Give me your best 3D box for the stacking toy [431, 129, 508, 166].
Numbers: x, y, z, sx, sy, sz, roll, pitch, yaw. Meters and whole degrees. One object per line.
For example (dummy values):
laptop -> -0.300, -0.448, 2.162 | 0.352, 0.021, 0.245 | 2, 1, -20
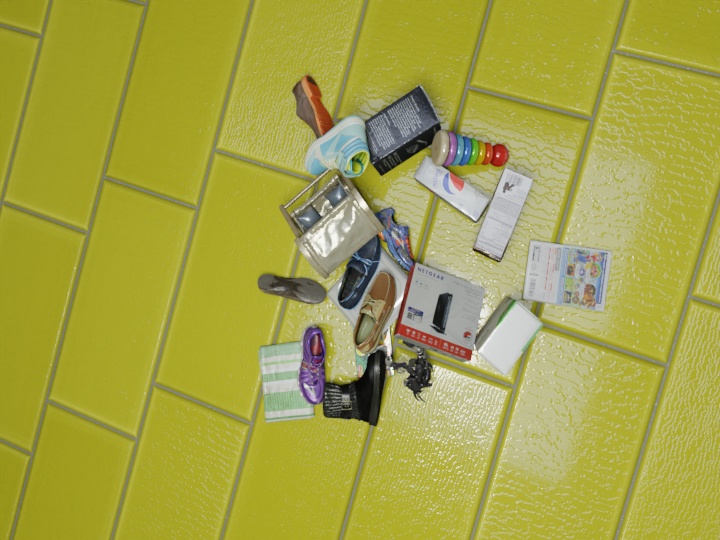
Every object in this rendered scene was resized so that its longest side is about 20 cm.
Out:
stacking toy -> 0.276, -0.289, 1.385 | 0.192, 0.085, 0.089 | 6, 90, -14

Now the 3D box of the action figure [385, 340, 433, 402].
action figure -> 0.129, 0.225, 1.409 | 0.100, 0.117, 0.208 | -14, 65, 42

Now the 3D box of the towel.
towel -> -0.200, 0.302, 1.526 | 0.146, 0.023, 0.209 | -7, 86, 10

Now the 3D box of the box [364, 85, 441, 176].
box -> 0.099, -0.345, 1.409 | 0.196, 0.148, 0.107 | -31, 83, 8

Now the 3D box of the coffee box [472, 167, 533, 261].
coffee box -> 0.345, -0.131, 1.373 | 0.077, 0.113, 0.206 | 22, 94, 11

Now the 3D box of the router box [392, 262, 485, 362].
router box -> 0.193, 0.103, 1.374 | 0.193, 0.049, 0.186 | 19, 73, -9

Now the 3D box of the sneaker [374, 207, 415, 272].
sneaker -> 0.101, -0.076, 1.444 | 0.077, 0.075, 0.203 | -35, 84, 5

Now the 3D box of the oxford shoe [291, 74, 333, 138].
oxford shoe -> -0.127, -0.412, 1.506 | 0.071, 0.070, 0.207 | -24, 80, 30

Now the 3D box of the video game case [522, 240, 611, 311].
video game case -> 0.507, 0.013, 1.385 | 0.192, 0.018, 0.149 | 8, 90, 12

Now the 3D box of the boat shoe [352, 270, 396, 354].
boat shoe -> 0.033, 0.103, 1.377 | 0.073, 0.074, 0.207 | 13, 82, 26

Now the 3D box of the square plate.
square plate -> 0.026, 0.055, 1.450 | 0.198, 0.028, 0.201 | -46, 63, 7

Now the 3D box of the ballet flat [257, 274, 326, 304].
ballet flat -> -0.185, 0.054, 1.518 | 0.192, 0.047, 0.069 | 10, 60, 6

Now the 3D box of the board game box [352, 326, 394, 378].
board game box -> 0.032, 0.178, 1.479 | 0.101, 0.023, 0.209 | -6, 88, 14

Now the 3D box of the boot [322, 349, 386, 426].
boot -> -0.020, 0.295, 1.439 | 0.152, 0.079, 0.220 | 10, 107, 11

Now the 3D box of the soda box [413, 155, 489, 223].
soda box -> 0.230, -0.203, 1.420 | 0.197, 0.068, 0.064 | 37, 96, 10

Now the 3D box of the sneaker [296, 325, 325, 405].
sneaker -> -0.124, 0.249, 1.467 | 0.078, 0.083, 0.209 | -3, 89, -18

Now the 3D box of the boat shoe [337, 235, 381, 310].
boat shoe -> 0.000, 0.000, 1.421 | 0.082, 0.068, 0.207 | 13, 82, 26

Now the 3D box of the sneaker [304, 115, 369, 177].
sneaker -> -0.057, -0.259, 1.339 | 0.198, 0.078, 0.135 | -35, 59, 35

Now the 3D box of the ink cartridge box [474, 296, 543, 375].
ink cartridge box -> 0.342, 0.147, 1.326 | 0.083, 0.200, 0.148 | 37, 96, 6

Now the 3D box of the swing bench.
swing bench -> -0.074, -0.129, 1.407 | 0.197, 0.130, 0.202 | -38, 46, 7
